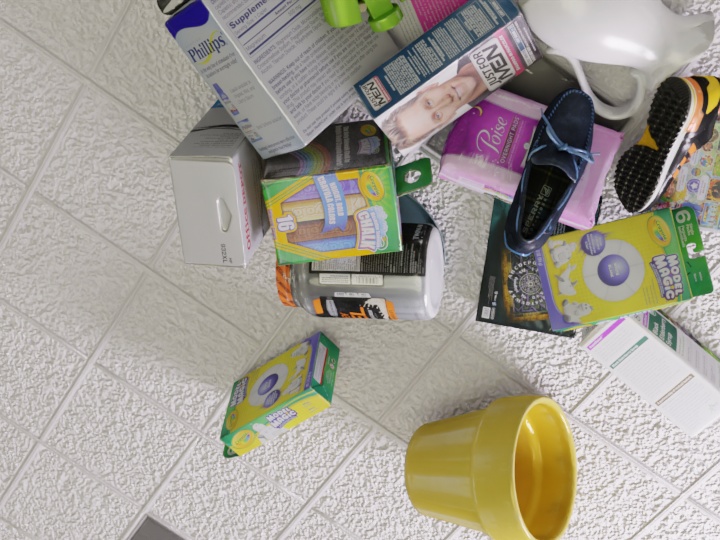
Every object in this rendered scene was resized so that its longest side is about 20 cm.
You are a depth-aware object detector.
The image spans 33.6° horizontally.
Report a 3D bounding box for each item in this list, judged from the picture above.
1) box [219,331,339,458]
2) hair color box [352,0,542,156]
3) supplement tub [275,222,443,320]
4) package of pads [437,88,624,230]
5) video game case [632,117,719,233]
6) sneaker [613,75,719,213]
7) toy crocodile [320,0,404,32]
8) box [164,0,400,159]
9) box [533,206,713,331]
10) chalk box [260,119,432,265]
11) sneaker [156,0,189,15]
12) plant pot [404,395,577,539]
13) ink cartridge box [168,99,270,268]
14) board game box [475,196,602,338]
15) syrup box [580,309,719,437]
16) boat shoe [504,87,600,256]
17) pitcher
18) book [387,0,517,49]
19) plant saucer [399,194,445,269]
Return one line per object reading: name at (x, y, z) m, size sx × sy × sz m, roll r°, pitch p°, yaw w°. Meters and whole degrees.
box at (-0.122, 0.178, 1.670) m, size 0.200 × 0.118 × 0.048 m, roll -34°, pitch 118°, yaw 28°
hair color box at (0.100, -0.226, 1.355) m, size 0.199 × 0.061 × 0.100 m, roll -35°, pitch 150°, yaw 9°
supplement tub at (0.000, 0.000, 1.514) m, size 0.198 × 0.123 × 0.123 m, roll 2°, pitch 119°, yaw 15°
package of pads at (0.201, -0.138, 1.420) m, size 0.199 × 0.076 × 0.121 m, roll 21°, pitch 83°, yaw 2°
video game case at (0.438, -0.112, 1.430) m, size 0.198 × 0.018 × 0.144 m, roll 10°, pitch 121°, yaw 9°
sneaker at (0.367, -0.142, 1.382) m, size 0.089 × 0.070 × 0.201 m, roll -11°, pitch 143°, yaw -23°
toy crocodile at (0.048, -0.326, 1.318) m, size 0.199 × 0.062 × 0.068 m, roll -31°, pitch 121°, yaw 3°
box at (-0.086, -0.266, 1.374) m, size 0.200 × 0.184 × 0.105 m, roll 54°, pitch 151°, yaw -17°
box at (0.319, -0.003, 1.449) m, size 0.199 × 0.048 × 0.118 m, roll -15°, pitch 85°, yaw 13°
chalk box at (-0.011, -0.099, 1.445) m, size 0.198 × 0.125 × 0.124 m, roll -6°, pitch 124°, yaw 3°
sneaker at (-0.180, -0.386, 1.417) m, size 0.200 × 0.074 × 0.080 m, roll -42°, pitch 88°, yaw 25°
plant pot at (0.170, 0.271, 1.624) m, size 0.188 × 0.201 × 0.202 m, roll -4°, pitch 119°, yaw 35°
ink cartridge box at (-0.158, -0.114, 1.476) m, size 0.083 × 0.200 × 0.146 m, roll 3°, pitch 119°, yaw 13°
board game box at (0.227, -0.013, 1.533) m, size 0.134 × 0.028 × 0.201 m, roll 11°, pitch 120°, yaw 8°
syrup box at (0.382, 0.113, 1.533) m, size 0.200 × 0.079 × 0.081 m, roll 40°, pitch 121°, yaw -8°
boat shoe at (0.224, -0.111, 1.344) m, size 0.084 × 0.069 × 0.201 m, roll 15°, pitch 85°, yaw 1°
pitcher at (0.266, -0.266, 1.337) m, size 0.199 × 0.122 × 0.172 m, roll 26°, pitch 127°, yaw -14°
book at (0.088, -0.339, 1.380) m, size 0.199 × 0.048 × 0.134 m, roll -14°, pitch 118°, yaw 22°
plant saucer at (0.016, -0.031, 1.579) m, size 0.199 × 0.027 × 0.201 m, roll 6°, pitch 120°, yaw 11°
